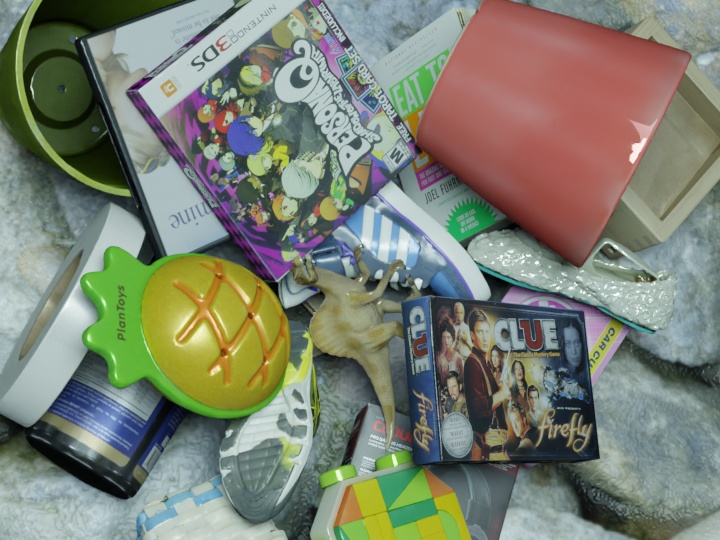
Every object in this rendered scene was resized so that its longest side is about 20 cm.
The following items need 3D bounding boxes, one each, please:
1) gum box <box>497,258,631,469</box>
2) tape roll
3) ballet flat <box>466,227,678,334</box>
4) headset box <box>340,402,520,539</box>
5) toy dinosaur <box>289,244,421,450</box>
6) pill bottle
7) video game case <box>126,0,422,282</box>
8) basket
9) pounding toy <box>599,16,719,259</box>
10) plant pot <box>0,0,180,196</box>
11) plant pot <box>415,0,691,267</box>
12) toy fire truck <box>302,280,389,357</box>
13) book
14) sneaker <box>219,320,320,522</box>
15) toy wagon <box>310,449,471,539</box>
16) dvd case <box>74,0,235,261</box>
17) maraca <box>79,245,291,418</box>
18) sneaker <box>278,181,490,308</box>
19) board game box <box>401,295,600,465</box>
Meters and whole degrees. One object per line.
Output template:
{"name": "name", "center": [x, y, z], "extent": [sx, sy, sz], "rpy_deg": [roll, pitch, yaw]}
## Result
{"name": "gum box", "center": [0.171, 0.068, 1.360], "extent": [0.113, 0.066, 0.200], "rpy_deg": [35, 72, 2]}
{"name": "tape roll", "center": [-0.246, 0.036, 1.226], "extent": [0.037, 0.203, 0.203], "rpy_deg": [31, 71, -15]}
{"name": "ballet flat", "center": [0.196, -0.007, 1.311], "extent": [0.200, 0.072, 0.072], "rpy_deg": [20, 72, -8]}
{"name": "headset box", "center": [0.047, 0.219, 1.292], "extent": [0.149, 0.077, 0.200], "rpy_deg": [20, 74, -4]}
{"name": "toy dinosaur", "center": [0.010, 0.048, 1.244], "extent": [0.101, 0.058, 0.200], "rpy_deg": [-28, 114, 3]}
{"name": "pill bottle", "center": [-0.194, 0.088, 1.267], "extent": [0.112, 0.112, 0.200], "rpy_deg": [31, 71, 0]}
{"name": "video game case", "center": [-0.067, -0.123, 1.213], "extent": [0.181, 0.036, 0.200], "rpy_deg": [-42, 111, -19]}
{"name": "basket", "center": [-0.109, 0.285, 1.200], "extent": [0.139, 0.176, 0.200], "rpy_deg": [-27, 67, -28]}
{"name": "pounding toy", "center": [0.228, -0.117, 1.401], "extent": [0.184, 0.142, 0.200], "rpy_deg": [46, 71, -7]}
{"name": "plant pot", "center": [-0.232, -0.163, 1.270], "extent": [0.200, 0.193, 0.201], "rpy_deg": [-1, 92, -31]}
{"name": "plant pot", "center": [0.155, -0.130, 1.227], "extent": [0.177, 0.200, 0.201], "rpy_deg": [28, 72, 8]}
{"name": "toy fire truck", "center": [-0.036, 0.022, 1.346], "extent": [0.200, 0.049, 0.141], "rpy_deg": [-7, 76, -13]}
{"name": "book", "center": [0.087, -0.127, 1.372], "extent": [0.048, 0.134, 0.200], "rpy_deg": [-3, 71, -46]}
{"name": "sneaker", "center": [-0.063, 0.135, 1.220], "extent": [0.074, 0.085, 0.200], "rpy_deg": [-5, 44, 15]}
{"name": "toy wagon", "center": [0.014, 0.231, 1.176], "extent": [0.200, 0.040, 0.155], "rpy_deg": [-7, 73, -47]}
{"name": "dvd case", "center": [-0.138, -0.119, 1.206], "extent": [0.143, 0.018, 0.200], "rpy_deg": [-26, 105, -28]}
{"name": "maraca", "center": [-0.135, 0.048, 1.148], "extent": [0.200, 0.107, 0.137], "rpy_deg": [15, 56, -42]}
{"name": "sneaker", "center": [0.000, 0.000, 1.298], "extent": [0.200, 0.081, 0.146], "rpy_deg": [45, 80, 0]}
{"name": "board game box", "center": [0.121, 0.096, 1.234], "extent": [0.200, 0.035, 0.136], "rpy_deg": [5, 75, -42]}
